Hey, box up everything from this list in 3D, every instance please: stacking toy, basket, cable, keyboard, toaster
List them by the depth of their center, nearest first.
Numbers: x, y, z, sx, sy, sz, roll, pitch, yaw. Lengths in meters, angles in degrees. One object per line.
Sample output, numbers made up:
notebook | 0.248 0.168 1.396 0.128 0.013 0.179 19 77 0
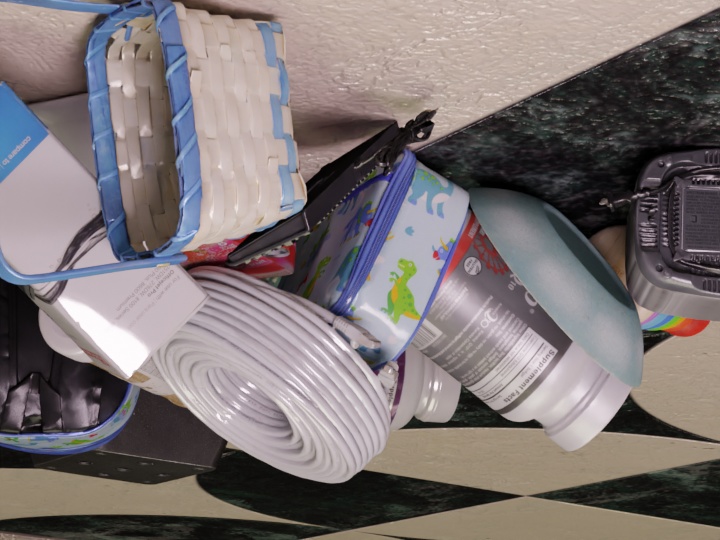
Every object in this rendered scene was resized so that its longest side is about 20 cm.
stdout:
basket | -0.142 -0.081 1.205 0.198 0.178 0.139 0 171 -33
keyboard | -0.010 -0.061 1.323 0.126 0.021 0.200 -30 -171 28
cable | -0.068 0.082 1.449 0.199 0.069 0.201 28 154 17
toaster | 0.273 -0.022 1.461 0.198 0.115 0.129 2 166 1
stacking toy | 0.258 0.018 1.683 0.085 0.086 0.199 -6 169 29

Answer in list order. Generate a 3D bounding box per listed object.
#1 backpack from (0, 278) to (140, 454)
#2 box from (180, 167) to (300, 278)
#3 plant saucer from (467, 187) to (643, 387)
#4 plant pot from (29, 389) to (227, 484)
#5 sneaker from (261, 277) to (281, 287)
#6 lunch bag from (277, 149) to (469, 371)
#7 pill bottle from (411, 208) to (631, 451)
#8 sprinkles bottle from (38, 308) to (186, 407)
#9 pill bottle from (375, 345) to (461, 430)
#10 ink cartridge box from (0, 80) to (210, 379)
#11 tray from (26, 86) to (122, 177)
backpack | -0.263 0.052 1.635 0.181 0.202 0.147 3 164 -5
box | -0.154 -0.044 1.478 0.198 0.097 0.099 -7 161 29
plant saucer | 0.162 0.001 1.497 0.039 0.202 0.201 -42 148 14
plant pot | -0.218 0.103 1.849 0.198 0.179 0.199 12 162 -33
sneaker | -0.081 -0.004 1.613 0.079 0.130 0.200 41 165 24
lunch bag | 0.000 0.000 1.500 0.082 0.162 0.200 31 158 -14
pill bottle | 0.121 0.050 1.581 0.199 0.116 0.116 38 156 -8
sprinkles bottle | -0.173 0.055 1.524 0.068 0.069 0.200 -4 163 23
pill bottle | -0.005 0.100 1.923 0.198 0.114 0.112 7 163 -17
ink cartridge box | -0.210 -0.027 1.329 0.200 0.084 0.144 46 170 -13
tray | -0.149 -0.088 1.385 0.198 0.022 0.108 -7 120 30
